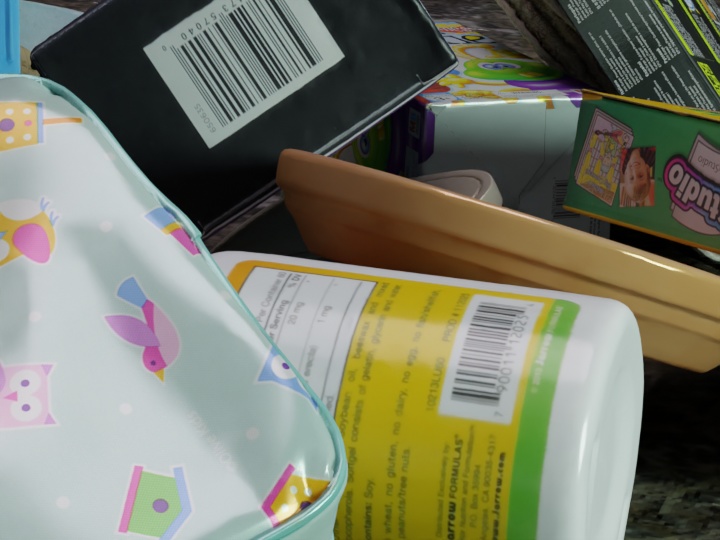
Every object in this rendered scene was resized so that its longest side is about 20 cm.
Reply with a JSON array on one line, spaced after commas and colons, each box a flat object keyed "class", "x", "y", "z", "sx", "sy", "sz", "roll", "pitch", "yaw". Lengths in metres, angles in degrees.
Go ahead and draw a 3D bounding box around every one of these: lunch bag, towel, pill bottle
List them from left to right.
[{"class": "lunch bag", "x": -0.113, "y": 0.042, "z": 0.702, "sx": 0.160, "sy": 0.077, "sz": 0.200, "roll": -30, "pitch": 62, "yaw": -21}, {"class": "pill bottle", "x": -0.012, "y": 0.053, "z": 0.798, "sx": 0.199, "sy": 0.112, "sz": 0.111, "roll": 7, "pitch": 17, "yaw": 16}, {"class": "towel", "x": 0.136, "y": -0.098, "z": 1.259, "sx": 0.034, "sy": 0.200, "sz": 0.133, "roll": -37, "pitch": 8, "yaw": 13}]

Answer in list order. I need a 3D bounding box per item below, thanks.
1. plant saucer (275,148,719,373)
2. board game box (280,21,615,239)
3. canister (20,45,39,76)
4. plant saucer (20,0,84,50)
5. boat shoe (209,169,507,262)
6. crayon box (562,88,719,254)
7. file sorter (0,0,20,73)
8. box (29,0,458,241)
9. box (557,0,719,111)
[{"class": "plant saucer", "x": 0.060, "y": -0.001, "z": 0.894, "sx": 0.199, "sy": 0.038, "sz": 0.200, "roll": 17, "pitch": 1, "yaw": 0}, {"class": "board game box", "x": 0.039, "y": -0.058, "z": 1.203, "sx": 0.103, "sy": 0.105, "sz": 0.200, "roll": -4, "pitch": 17, "yaw": -20}, {"class": "canister", "x": -0.208, "y": -0.083, "z": 1.137, "sx": 0.200, "sy": 0.087, "sz": 0.148, "roll": 29, "pitch": -8, "yaw": -42}, {"class": "plant saucer", "x": -0.152, "y": -0.110, "z": 1.340, "sx": 0.200, "sy": 0.039, "sz": 0.201, "roll": 15, "pitch": 15, "yaw": -4}, {"class": "boat shoe", "x": 0.000, "y": 0.000, "z": 1.081, "sx": 0.200, "sy": 0.063, "sz": 0.073, "roll": -6, "pitch": 32, "yaw": 51}, {"class": "crayon box", "x": 0.213, "y": -0.025, "z": 0.973, "sx": 0.172, "sy": 0.059, "sz": 0.200, "roll": 7, "pitch": 7, "yaw": -38}, {"class": "file sorter", "x": -0.207, "y": -0.006, "z": 0.816, "sx": 0.138, "sy": 0.201, "sz": 0.122, "roll": -11, "pitch": 19, "yaw": -40}, {"class": "box", "x": -0.051, "y": -0.095, "z": 1.032, "sx": 0.148, "sy": 0.105, "sz": 0.200, "roll": -34, "pitch": 7, "yaw": 2}, {"class": "box", "x": 0.162, "y": -0.106, "z": 1.195, "sx": 0.047, "sy": 0.200, "sz": 0.193, "roll": -35, "pitch": -12, "yaw": 20}]
